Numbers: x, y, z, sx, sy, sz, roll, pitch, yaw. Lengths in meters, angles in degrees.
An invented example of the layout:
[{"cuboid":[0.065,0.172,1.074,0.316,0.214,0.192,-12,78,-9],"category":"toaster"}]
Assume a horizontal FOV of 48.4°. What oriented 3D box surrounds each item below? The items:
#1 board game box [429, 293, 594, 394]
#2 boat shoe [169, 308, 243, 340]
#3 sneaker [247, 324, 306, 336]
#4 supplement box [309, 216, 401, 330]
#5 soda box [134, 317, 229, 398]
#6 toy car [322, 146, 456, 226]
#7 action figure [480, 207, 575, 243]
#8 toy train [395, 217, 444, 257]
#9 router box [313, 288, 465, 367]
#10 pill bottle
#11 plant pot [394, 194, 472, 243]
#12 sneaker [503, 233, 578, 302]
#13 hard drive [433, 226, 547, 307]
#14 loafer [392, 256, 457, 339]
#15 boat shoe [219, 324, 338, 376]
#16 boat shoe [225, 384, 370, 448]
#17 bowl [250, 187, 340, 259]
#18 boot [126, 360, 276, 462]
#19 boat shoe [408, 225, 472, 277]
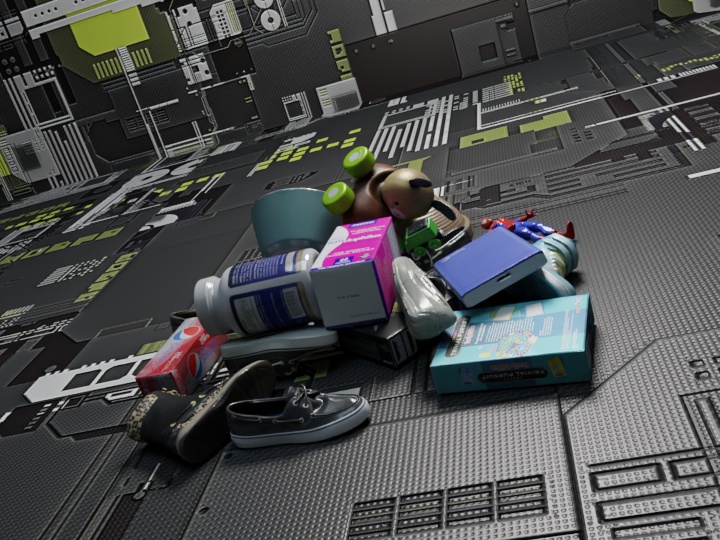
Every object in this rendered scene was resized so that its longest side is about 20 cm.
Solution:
[{"cuboid":[0.209,0.098,1.079,0.200,0.047,0.151,-9,23,23],"category":"board game box"},{"cuboid":[-0.258,0.088,1.456,0.201,0.066,0.072,-12,23,18],"category":"boat shoe"},{"cuboid":[-0.120,0.065,1.371,0.087,0.074,0.200,3,44,21],"category":"sneaker"},{"cuboid":[0.000,0.000,1.269,0.101,0.104,0.200,-10,19,15],"category":"supplement box"},{"cuboid":[-0.294,0.148,1.340,0.070,0.063,0.200,-11,22,18],"category":"soda box"},{"cuboid":[0.068,-0.117,1.389,0.200,0.164,0.158,5,59,47],"category":"toy car"},{"cuboid":[0.292,-0.078,1.455,0.065,0.052,0.200,-34,24,-28],"category":"action figure"},{"cuboid":[0.053,-0.031,1.381,0.200,0.056,0.042,-27,34,27],"category":"toy train"},{"cuboid":[0.043,0.075,1.264,0.157,0.052,0.200,-30,24,-30],"category":"router box"},{"cuboid":[-0.154,0.040,1.272,0.200,0.116,0.116,-12,22,12],"category":"pill bottle"},{"cuboid":[0.112,-0.091,1.568,0.201,0.093,0.201,-16,20,6],"category":"plant pot"},{"cuboid":[0.297,-0.004,1.221,0.130,0.080,0.200,-24,22,-12],"category":"sneaker"},{"cuboid":[0.191,-0.010,1.220,0.132,0.025,0.200,-30,14,1],"category":"hard drive"},{"cuboid":[0.089,0.035,1.167,0.070,0.070,0.200,-12,30,-4],"category":"loafer"},{"cuboid":[-0.122,0.129,1.249,0.200,0.064,0.071,-11,10,22],"category":"boat shoe"},{"cuboid":[-0.089,0.186,1.074,0.200,0.066,0.070,-11,22,18],"category":"boat shoe"},{"cuboid":[-0.106,-0.053,1.474,0.200,0.201,0.105,-10,61,20],"category":"bowl"},{"cuboid":[-0.232,0.195,1.168,0.150,0.073,0.200,-1,32,38],"category":"boot"},{"cuboid":[0.114,-0.022,1.425,0.199,0.068,0.074,-23,21,-13],"category":"boat shoe"}]
